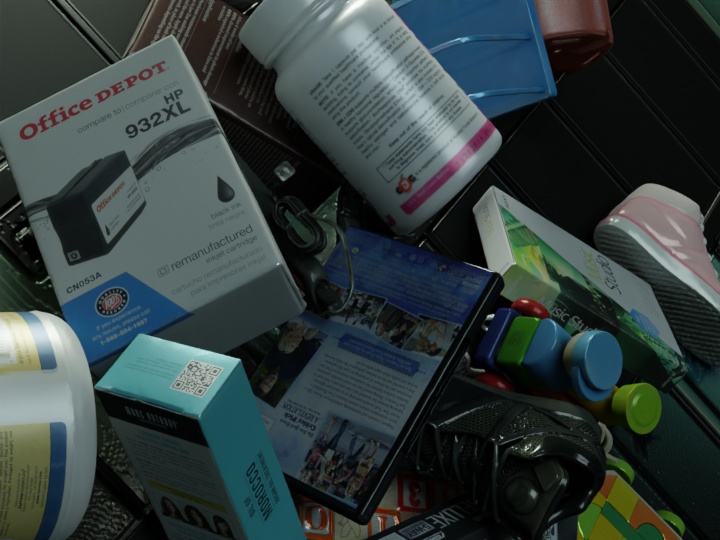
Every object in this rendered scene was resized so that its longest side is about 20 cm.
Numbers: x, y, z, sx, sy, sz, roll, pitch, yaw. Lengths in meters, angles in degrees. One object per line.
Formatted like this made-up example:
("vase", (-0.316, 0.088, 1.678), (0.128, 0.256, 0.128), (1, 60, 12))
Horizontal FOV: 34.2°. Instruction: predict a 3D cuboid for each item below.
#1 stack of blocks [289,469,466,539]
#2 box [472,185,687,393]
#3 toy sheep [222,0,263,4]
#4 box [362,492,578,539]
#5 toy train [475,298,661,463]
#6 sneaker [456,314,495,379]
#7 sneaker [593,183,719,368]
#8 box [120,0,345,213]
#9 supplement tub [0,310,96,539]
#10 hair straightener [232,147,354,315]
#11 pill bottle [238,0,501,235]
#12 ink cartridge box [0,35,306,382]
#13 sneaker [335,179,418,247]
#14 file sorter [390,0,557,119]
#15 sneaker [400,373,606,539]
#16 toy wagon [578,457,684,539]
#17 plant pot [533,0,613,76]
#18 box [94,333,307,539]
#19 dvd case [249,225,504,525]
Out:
("stack of blocks", (0.027, 0.164, 0.900), (0.197, 0.058, 0.117), (13, 62, -28))
("box", (0.195, 0.015, 1.054), (0.198, 0.037, 0.145), (29, 26, -18))
("toy sheep", (-0.107, -0.289, 0.980), (0.139, 0.138, 0.200), (52, 39, -1))
("box", (0.075, 0.245, 0.848), (0.198, 0.049, 0.160), (-15, 113, -37))
("toy train", (0.191, 0.106, 0.926), (0.200, 0.115, 0.085), (41, 69, -29))
("sneaker", (0.132, 0.067, 1.001), (0.198, 0.080, 0.077), (-12, 73, -38))
("sneaker", (0.329, -0.003, 1.163), (0.200, 0.075, 0.105), (45, 57, -1))
("box", (-0.097, -0.143, 0.957), (0.198, 0.075, 0.101), (29, 55, -16))
("supplement tub", (-0.269, 0.098, 0.684), (0.197, 0.144, 0.147), (0, 68, -32))
("hair straightener", (-0.066, -0.039, 0.869), (0.040, 0.078, 0.200), (-16, 46, -30))
("pill bottle", (0.006, -0.137, 0.903), (0.200, 0.113, 0.113), (48, 52, -5))
("ink cartridge box", (-0.145, -0.037, 0.802), (0.144, 0.084, 0.202), (-26, 65, -2))
("sneaker", (0.000, 0.000, 0.952), (0.074, 0.079, 0.202), (18, 54, -17))
("file sorter", (0.060, -0.225, 1.013), (0.122, 0.137, 0.203), (-15, 90, -50))
("sneaker", (0.077, 0.126, 0.812), (0.196, 0.077, 0.114), (12, 15, -1))
("toy wagon", (0.233, 0.263, 0.998), (0.200, 0.039, 0.156), (45, 52, -7))
("plant pot", (0.147, -0.288, 1.120), (0.198, 0.200, 0.199), (-6, 80, -34))
("box", (-0.094, 0.135, 0.750), (0.049, 0.081, 0.202), (-53, 143, -38))
("dvd case", (-0.002, 0.066, 0.833), (0.201, 0.141, 0.018), (-57, 143, -19))
